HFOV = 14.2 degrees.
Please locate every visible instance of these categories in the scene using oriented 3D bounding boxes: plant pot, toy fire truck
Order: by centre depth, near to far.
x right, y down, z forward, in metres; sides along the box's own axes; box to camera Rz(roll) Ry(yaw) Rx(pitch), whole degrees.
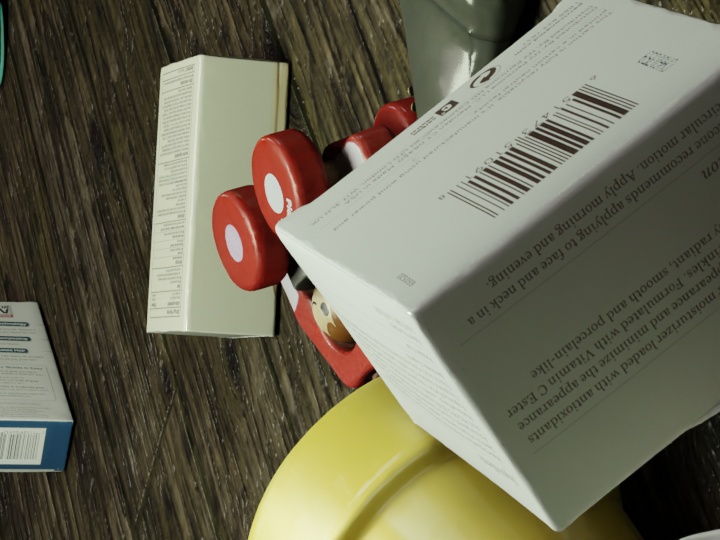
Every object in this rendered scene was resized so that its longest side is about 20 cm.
[{"bbox_3d":[0.072,0.172,1.436,0.189,0.200,0.202,39,125,47],"label":"plant pot"},{"bbox_3d":[0.000,0.000,1.781,0.168,0.112,0.200,67,154,15],"label":"toy fire truck"}]

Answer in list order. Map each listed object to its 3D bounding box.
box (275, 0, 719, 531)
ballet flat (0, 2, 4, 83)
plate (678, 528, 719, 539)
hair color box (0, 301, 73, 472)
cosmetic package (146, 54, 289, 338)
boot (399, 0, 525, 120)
[{"bbox_3d":[0.097,-0.012,1.313,0.131,0.199,0.200,55,171,-21],"label":"box"},{"bbox_3d":[-0.398,-0.288,2.965,0.072,0.072,0.201,-174,87,-70],"label":"ballet flat"},{"bbox_3d":[0.221,0.183,1.076,0.032,0.199,0.201,38,-136,-60],"label":"plate"},{"bbox_3d":[-0.334,0.105,2.674,0.200,0.100,0.061,-115,33,-53],"label":"hair color box"},{"bbox_3d":[-0.105,-0.052,2.106,0.103,0.073,0.201,178,95,-70],"label":"cosmetic package"},{"bbox_3d":[0.038,-0.156,1.738,0.200,0.077,0.139,-127,40,-63],"label":"boot"}]
